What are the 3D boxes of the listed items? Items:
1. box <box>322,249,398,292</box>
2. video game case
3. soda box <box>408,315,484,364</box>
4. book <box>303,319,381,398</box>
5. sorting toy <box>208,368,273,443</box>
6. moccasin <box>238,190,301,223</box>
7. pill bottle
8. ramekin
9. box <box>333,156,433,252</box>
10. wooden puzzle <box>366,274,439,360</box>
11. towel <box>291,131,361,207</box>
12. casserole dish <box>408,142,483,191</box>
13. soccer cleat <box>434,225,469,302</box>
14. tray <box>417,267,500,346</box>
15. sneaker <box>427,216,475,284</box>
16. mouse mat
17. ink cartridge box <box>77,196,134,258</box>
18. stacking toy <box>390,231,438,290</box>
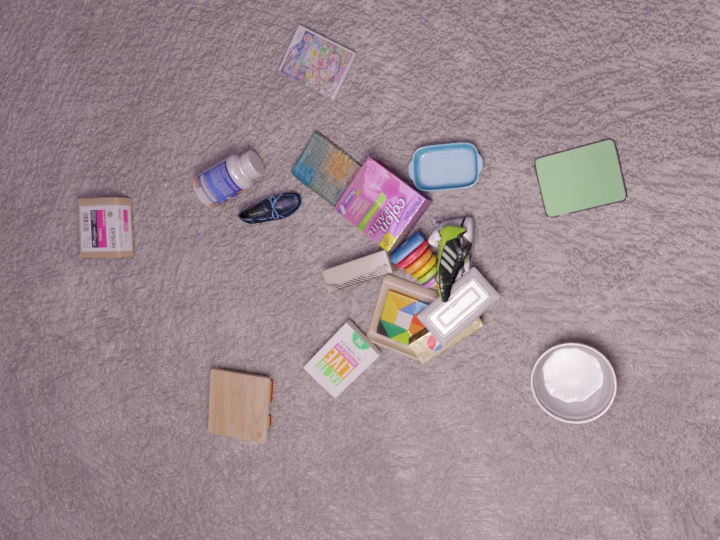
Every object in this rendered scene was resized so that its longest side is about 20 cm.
[{"bbox_3d":[0.000,0.000,1.656,0.199,0.082,0.069,-19,89,21],"label":"box"},{"bbox_3d":[-0.125,-0.596,1.691,0.200,0.018,0.144,31,103,15],"label":"video game case"},{"bbox_3d":[0.228,0.166,1.576,0.200,0.064,0.068,-34,96,11],"label":"soda box"},{"bbox_3d":[-0.052,0.257,1.702,0.134,0.048,0.200,44,111,5],"label":"book"},{"bbox_3d":[-0.362,0.408,1.813,0.198,0.070,0.201,6,96,19],"label":"sorting toy"},{"bbox_3d":[-0.269,-0.176,1.742,0.199,0.068,0.081,-21,87,19],"label":"moccasin"},{"bbox_3d":[-0.389,-0.276,1.755,0.199,0.112,0.112,-23,86,19],"label":"pill bottle"},{"bbox_3d":[0.532,0.271,1.476,0.199,0.105,0.201,2,95,19],"label":"ramekin"},{"bbox_3d":[0.062,-0.179,1.613,0.200,0.097,0.176,39,105,12],"label":"box"},{"bbox_3d":[0.123,0.132,1.644,0.184,0.037,0.201,20,99,17],"label":"wooden puzzle"},{"bbox_3d":[-0.091,-0.284,1.700,0.200,0.022,0.147,38,105,11],"label":"towel"},{"bbox_3d":[0.229,-0.275,1.580,0.199,0.039,0.122,-2,93,18],"label":"casserole dish"},{"bbox_3d":[0.234,-0.018,1.500,0.081,0.068,0.201,3,83,15],"label":"soccer cleat"},{"bbox_3d":[0.253,0.095,1.521,0.200,0.022,0.107,-42,85,10],"label":"tray"},{"bbox_3d":[0.242,-0.046,1.574,0.114,0.075,0.201,4,90,19],"label":"sneaker"},{"bbox_3d":[0.553,-0.231,1.488,0.199,0.008,0.162,-13,89,20],"label":"mouse mat"},{"bbox_3d":[-0.838,-0.139,1.938,0.164,0.075,0.201,-1,93,20],"label":"ink cartridge box"},{"bbox_3d":[0.182,0.002,1.589,0.110,0.116,0.200,-41,98,12],"label":"stacking toy"}]
